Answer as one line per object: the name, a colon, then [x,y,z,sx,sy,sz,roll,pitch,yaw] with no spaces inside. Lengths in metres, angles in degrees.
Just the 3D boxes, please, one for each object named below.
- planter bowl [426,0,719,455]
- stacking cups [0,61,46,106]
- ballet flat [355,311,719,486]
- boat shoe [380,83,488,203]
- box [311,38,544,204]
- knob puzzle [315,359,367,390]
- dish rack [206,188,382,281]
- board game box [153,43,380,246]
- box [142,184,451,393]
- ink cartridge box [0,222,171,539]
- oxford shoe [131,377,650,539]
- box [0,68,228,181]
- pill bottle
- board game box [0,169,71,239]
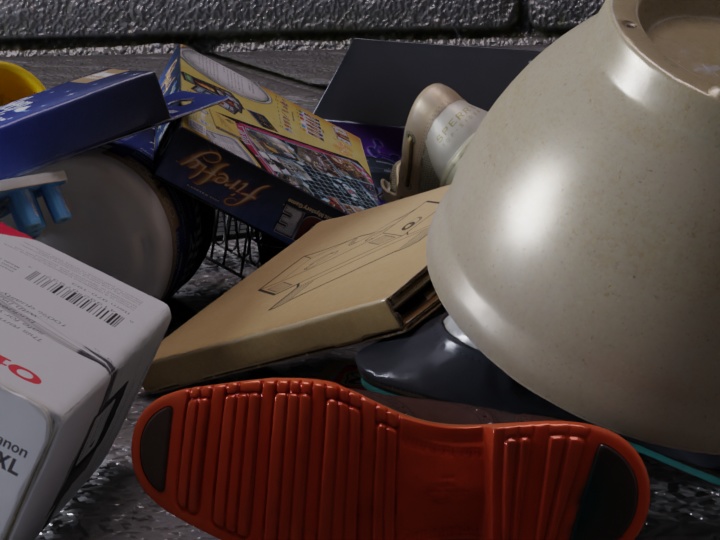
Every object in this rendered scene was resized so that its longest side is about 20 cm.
planter bowl: [0.140,-0.039,0.908,0.199,0.135,0.201,11,35,-8]
stacking cups: [-0.236,-0.049,1.314,0.060,0.061,0.200,-5,-24,-26]
ballet flat: [0.097,0.040,0.966,0.199,0.074,0.073,14,14,15]
boat shoe: [0.048,-0.044,1.269,0.072,0.065,0.200,-43,-14,-18]
box: [0.087,-0.076,1.459,0.199,0.079,0.141,8,-31,37]
knob puzzle: [0.061,0.055,1.075,0.218,0.031,0.220,0,11,0]
dish rack: [-0.037,-0.029,1.430,0.153,0.055,0.200,-5,18,-32]
board game box: [-0.056,-0.067,1.306,0.135,0.035,0.200,27,15,-13]
box: [0.000,0.000,1.091,0.199,0.021,0.163,-16,17,47]
ink cartridge box: [-0.173,0.038,0.884,0.145,0.084,0.200,27,13,2]
oxford shoe: [0.010,0.081,0.862,0.199,0.072,0.073,9,2,-1]
box: [-0.177,-0.071,1.162,0.199,0.033,0.121,-21,12,-15]
pill bottle: [-0.146,-0.027,1.290,0.110,0.112,0.200,2,11,7]
board game box: [-0.271,0.010,1.095,0.199,0.026,0.200,-25,-5,33]
